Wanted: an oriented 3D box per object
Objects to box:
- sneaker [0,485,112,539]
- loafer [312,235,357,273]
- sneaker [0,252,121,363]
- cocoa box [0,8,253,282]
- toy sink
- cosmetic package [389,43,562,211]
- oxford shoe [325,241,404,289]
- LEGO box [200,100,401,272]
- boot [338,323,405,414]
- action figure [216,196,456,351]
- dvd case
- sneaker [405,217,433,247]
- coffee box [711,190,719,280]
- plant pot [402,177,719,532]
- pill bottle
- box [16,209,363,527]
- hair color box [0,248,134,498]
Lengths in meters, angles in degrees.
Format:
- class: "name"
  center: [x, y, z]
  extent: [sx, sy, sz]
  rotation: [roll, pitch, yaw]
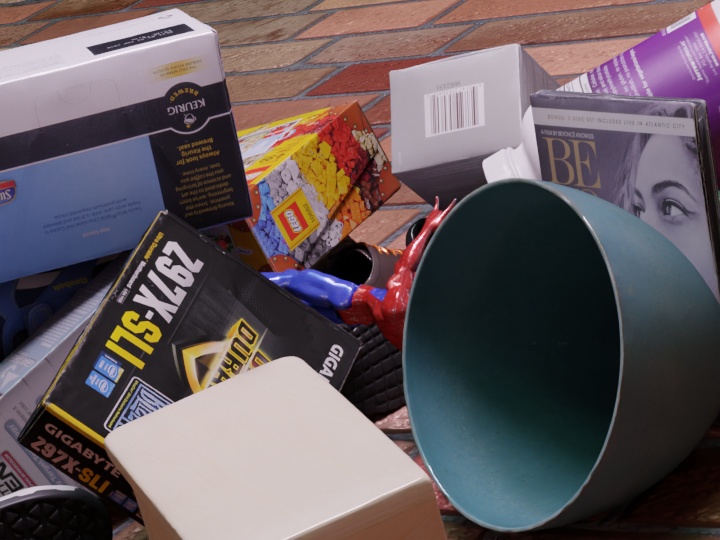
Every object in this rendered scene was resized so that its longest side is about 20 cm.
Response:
- class: "sneaker"
  center: [-0.256, 0.180, 1.570]
  extent: [0.200, 0.072, 0.083]
  rotation: [-21, 18, -11]
- class: "loafer"
  center: [-0.066, 0.042, 1.825]
  extent: [0.200, 0.072, 0.063]
  rotation: [-33, 40, -25]
- class: "sneaker"
  center: [-0.202, 0.030, 1.697]
  extent: [0.082, 0.074, 0.200]
  rotation: [28, 46, 31]
- class: "cocoa box"
  center: [-0.189, -0.083, 1.670]
  extent: [0.200, 0.131, 0.133]
  rotation: [-15, 16, -11]
- class: "toy sink"
  center: [-0.045, 0.150, 1.404]
  extent: [0.130, 0.112, 0.200]
  rotation: [-23, 26, -16]
- class: "cosmetic package"
  center: [0.109, -0.078, 1.794]
  extent: [0.107, 0.090, 0.200]
  rotation: [-11, -22, 24]
- class: "oxford shoe"
  center: [0.026, 0.007, 1.815]
  extent: [0.071, 0.073, 0.200]
  rotation: [0, 25, 41]
- class: "LEGO box"
  center: [-0.094, -0.041, 1.833]
  extent: [0.200, 0.077, 0.149]
  rotation: [-11, 23, 46]
- class: "boot"
  center: [-0.050, 0.073, 1.712]
  extent: [0.200, 0.070, 0.132]
  rotation: [-22, 14, -28]
- class: "action figure"
  center: [0.000, 0.000, 1.641]
  extent: [0.200, 0.065, 0.099]
  rotation: [14, 60, 36]
- class: "dvd case"
  center: [0.168, -0.009, 1.536]
  extent: [0.016, 0.200, 0.149]
  rotation: [-18, 16, -33]
- class: "sneaker"
  center: [0.118, -0.011, 1.721]
  extent: [0.200, 0.089, 0.079]
  rotation: [-5, 52, 28]
- class: "coffee box"
  center: [0.238, 0.016, 1.507]
  extent: [0.044, 0.123, 0.200]
  rotation: [-22, 15, -33]
- class: "plant pot"
  center: [0.137, 0.050, 1.457]
  extent: [0.135, 0.200, 0.200]
  rotation: [3, 5, -35]
- class: "pill bottle"
  center: [0.185, -0.086, 1.631]
  extent: [0.200, 0.113, 0.112]
  rotation: [-29, 16, 12]
- class: "box"
  center: [-0.101, 0.074, 1.548]
  extent: [0.049, 0.160, 0.200]
  rotation: [-52, 7, 41]
- class: "hair color box"
  center: [-0.178, 0.081, 1.647]
  extent: [0.200, 0.099, 0.061]
  rotation: [-44, 22, -17]
